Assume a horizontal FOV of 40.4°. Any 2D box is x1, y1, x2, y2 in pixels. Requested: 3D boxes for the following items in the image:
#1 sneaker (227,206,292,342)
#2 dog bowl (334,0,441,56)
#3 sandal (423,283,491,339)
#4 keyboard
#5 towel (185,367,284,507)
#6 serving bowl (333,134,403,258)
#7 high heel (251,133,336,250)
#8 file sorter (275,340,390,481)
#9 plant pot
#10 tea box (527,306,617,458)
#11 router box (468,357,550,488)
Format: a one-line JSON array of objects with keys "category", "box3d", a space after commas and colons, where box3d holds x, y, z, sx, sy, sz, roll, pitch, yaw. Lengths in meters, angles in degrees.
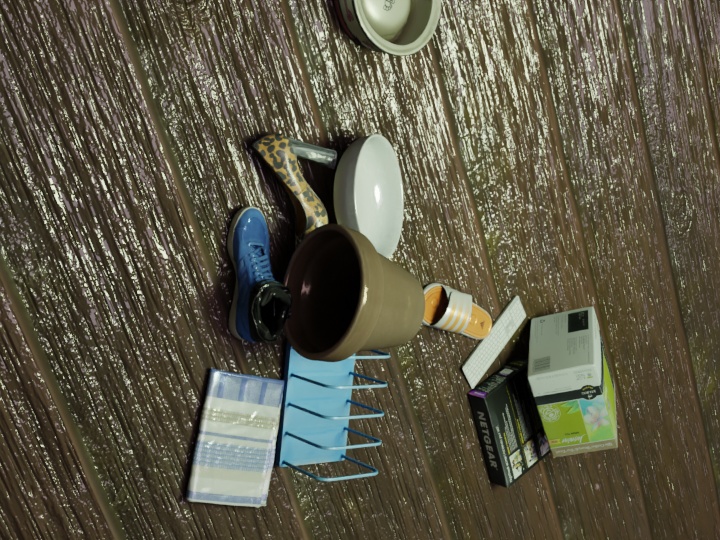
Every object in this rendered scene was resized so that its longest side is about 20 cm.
[{"category": "sneaker", "box3d": [-0.145, 0.007, 1.459, 0.076, 0.110, 0.205, 4, 91, -40]}, {"category": "dog bowl", "box3d": [0.039, -0.452, 1.603, 0.197, 0.073, 0.205, -5, 97, -41]}, {"category": "sandal", "box3d": [0.188, 0.078, 1.786, 0.204, 0.059, 0.081, 19, 81, -40]}, {"category": "keyboard", "box3d": [0.259, 0.137, 1.885, 0.200, 0.011, 0.057, -49, 122, -26]}, {"category": "towel", "box3d": [-0.190, 0.260, 1.501, 0.145, 0.024, 0.205, 14, 83, -38]}, {"category": "serving bowl", "box3d": [0.005, -0.117, 1.586, 0.199, 0.065, 0.205, -1, 90, -65]}, {"category": "high heel", "box3d": [-0.118, -0.104, 1.512, 0.140, 0.071, 0.205, 10, 89, -30]}, {"category": "file sorter", "box3d": [-0.038, 0.219, 1.558, 0.137, 0.121, 0.205, 3, 94, -41]}, {"category": "plant pot", "box3d": [0.001, 0.046, 1.481, 0.173, 0.198, 0.205, 14, 85, -41]}, {"category": "tea box", "box3d": [0.410, 0.214, 1.885, 0.201, 0.131, 0.200, -68, 140, -58]}, {"category": "router box", "box3d": [0.295, 0.295, 1.902, 0.148, 0.051, 0.204, -29, 112, -34]}]
